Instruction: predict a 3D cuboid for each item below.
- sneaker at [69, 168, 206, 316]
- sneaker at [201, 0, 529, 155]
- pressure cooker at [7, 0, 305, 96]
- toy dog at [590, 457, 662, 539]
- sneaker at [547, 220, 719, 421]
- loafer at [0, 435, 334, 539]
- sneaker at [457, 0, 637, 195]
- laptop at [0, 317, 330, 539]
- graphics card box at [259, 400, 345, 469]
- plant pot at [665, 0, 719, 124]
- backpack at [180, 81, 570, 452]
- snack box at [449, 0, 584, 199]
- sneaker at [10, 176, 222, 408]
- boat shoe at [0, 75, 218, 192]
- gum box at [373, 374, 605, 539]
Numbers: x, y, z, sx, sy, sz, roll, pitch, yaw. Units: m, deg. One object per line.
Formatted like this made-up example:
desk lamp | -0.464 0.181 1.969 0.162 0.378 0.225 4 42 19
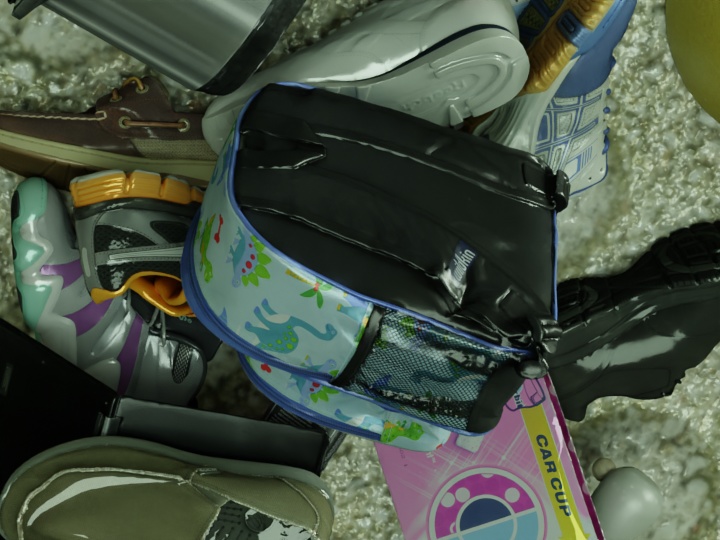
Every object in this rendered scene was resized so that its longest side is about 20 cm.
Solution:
sneaker | -0.093 -0.006 1.419 0.200 0.078 0.077 11 73 -36
sneaker | 0.000 -0.117 1.404 0.200 0.081 0.076 -16 140 0
pressure cooker | -0.123 -0.212 1.324 0.200 0.176 0.179 30 110 -15
toy dog | 0.098 0.183 1.536 0.200 0.096 0.132 -29 151 -5
sneaker | 0.199 0.033 1.514 0.200 0.076 0.091 -21 117 10
loafer | -0.107 0.142 1.334 0.200 0.070 0.075 2 110 -15
sneaker | 0.122 -0.097 1.431 0.088 0.075 0.200 23 114 -22
laptop | -0.149 0.146 1.423 0.116 0.200 0.187 -3 115 -49
graphics card box | -0.049 0.120 1.472 0.051 0.125 0.200 33 103 4
plant pot | 0.300 -0.150 1.419 0.200 0.142 0.200 -2 109 -6
backpack | 0.000 0.000 1.332 0.200 0.183 0.147 22 129 -10
snack box | 0.082 -0.130 1.459 0.072 0.024 0.200 -17 110 -2
sneaker | -0.140 0.023 1.461 0.140 0.078 0.200 -12 119 -6
boat shoe | -0.134 -0.084 1.431 0.200 0.072 0.072 7 77 -8
gum box | 0.086 0.153 1.452 0.113 0.066 0.200 -19 85 7
